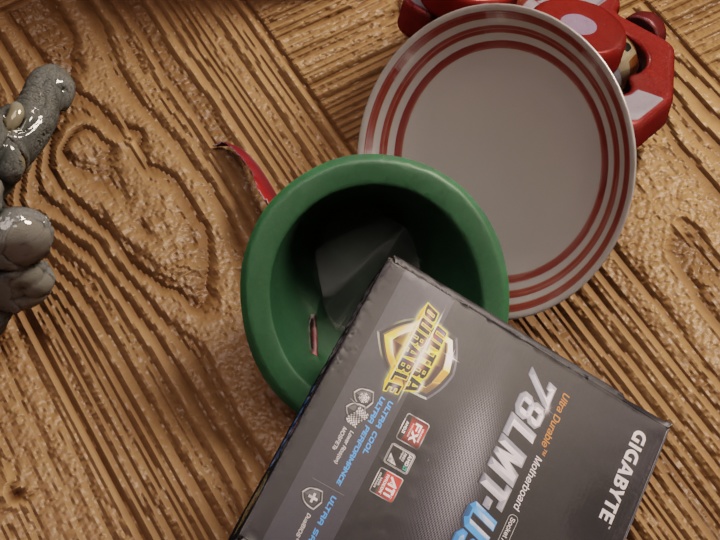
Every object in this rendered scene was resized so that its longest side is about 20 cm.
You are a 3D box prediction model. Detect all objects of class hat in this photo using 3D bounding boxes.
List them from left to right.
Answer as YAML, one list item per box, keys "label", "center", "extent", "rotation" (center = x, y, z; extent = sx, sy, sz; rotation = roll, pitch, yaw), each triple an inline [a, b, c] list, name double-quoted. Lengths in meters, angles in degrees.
- label: "hat"
  center: [0.000, 0.000, 1.078]
  extent: [0.165, 0.176, 0.200]
  rotation: [-10, 94, -4]

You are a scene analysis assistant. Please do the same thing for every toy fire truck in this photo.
- label: "toy fire truck"
  center: [0.130, -0.159, 1.128]
  extent: [0.200, 0.112, 0.168]
  rotation: [31, 45, 21]

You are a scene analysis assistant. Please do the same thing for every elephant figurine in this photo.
- label: "elephant figurine"
  center: [-0.274, -0.056, 1.078]
  extent: [0.142, 0.155, 0.200]
  rotation: [-46, 41, 25]

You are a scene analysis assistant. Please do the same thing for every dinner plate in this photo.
- label: "dinner plate"
  center: [0.086, -0.069, 1.045]
  extent: [0.200, 0.200, 0.024]
  rotation: [37, 24, 25]

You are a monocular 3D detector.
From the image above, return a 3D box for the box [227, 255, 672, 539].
- label: "box"
  center: [0.054, 0.124, 0.932]
  extent: [0.198, 0.050, 0.200]
  rotation: [31, 63, -2]
